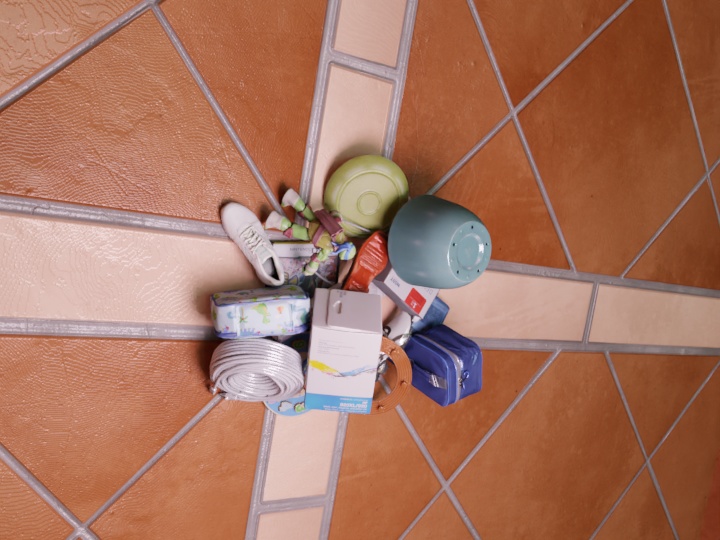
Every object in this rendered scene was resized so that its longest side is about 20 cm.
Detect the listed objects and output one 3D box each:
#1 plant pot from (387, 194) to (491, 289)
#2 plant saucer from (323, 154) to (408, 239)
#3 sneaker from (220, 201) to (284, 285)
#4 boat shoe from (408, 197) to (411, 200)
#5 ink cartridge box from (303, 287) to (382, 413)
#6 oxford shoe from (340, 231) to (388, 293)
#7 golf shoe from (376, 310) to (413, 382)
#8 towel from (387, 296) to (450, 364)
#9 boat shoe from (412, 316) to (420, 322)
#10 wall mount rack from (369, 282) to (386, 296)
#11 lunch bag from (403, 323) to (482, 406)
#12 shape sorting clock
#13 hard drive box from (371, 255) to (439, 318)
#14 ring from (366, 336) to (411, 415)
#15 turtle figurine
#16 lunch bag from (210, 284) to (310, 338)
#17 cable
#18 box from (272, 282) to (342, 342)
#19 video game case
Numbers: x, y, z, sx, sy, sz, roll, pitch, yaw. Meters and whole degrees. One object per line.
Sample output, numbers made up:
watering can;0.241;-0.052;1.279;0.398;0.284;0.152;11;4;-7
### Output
plant pot;0.183;-0.052;1.590;0.197;0.160;0.206;-8;104;-34
plant saucer;0.017;-0.155;1.654;0.195;0.031;0.204;-6;120;-10
sneaker;-0.212;-0.054;1.521;0.070;0.080;0.202;-37;107;-11
boat shoe;0.069;-0.174;1.729;0.201;0.072;0.068;53;43;-31
ink cartridge box;-0.037;0.163;1.529;0.141;0.148;0.204;6;120;-4
oxford shoe;0.000;0.000;1.635;0.071;0.072;0.202;38;64;-17
golf shoe;0.049;0.167;1.762;0.094;0.078;0.202;33;92;-25
towel;0.144;0.154;1.857;0.111;0.048;0.203;35;79;-35
boat shoe;0.166;0.034;1.817;0.065;0.070;0.204;21;69;-22
wall mount rack;0.055;0.007;1.744;0.197;0.074;0.178;-8;102;-36
lunch bag;0.189;0.228;1.753;0.130;0.199;0.139;-16;114;-29
shape sorting clock;-0.137;0.235;1.670;0.197;0.039;0.205;-12;111;-34
hard drive box;0.128;-0.021;1.704;0.155;0.076;0.202;40;77;-35
ring;0.023;0.248;1.741;0.195;0.019;0.205;0;107;0
turtle figurine;-0.099;-0.070;1.583;0.192;0.200;0.145;34;100;2
lunch bag;-0.202;0.081;1.506;0.195;0.161;0.085;-5;102;-16
cable;-0.209;0.206;1.521;0.195;0.201;0.071;9;57;-7
box;-0.109;0.090;1.634;0.198;0.041;0.039;-30;117;-28
video game case;-0.128;0.037;1.648;0.178;0.025;0.205;-2;101;-36
